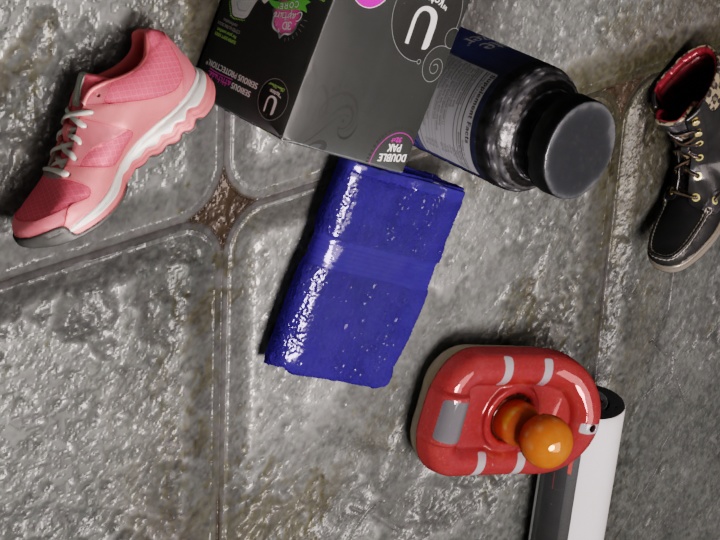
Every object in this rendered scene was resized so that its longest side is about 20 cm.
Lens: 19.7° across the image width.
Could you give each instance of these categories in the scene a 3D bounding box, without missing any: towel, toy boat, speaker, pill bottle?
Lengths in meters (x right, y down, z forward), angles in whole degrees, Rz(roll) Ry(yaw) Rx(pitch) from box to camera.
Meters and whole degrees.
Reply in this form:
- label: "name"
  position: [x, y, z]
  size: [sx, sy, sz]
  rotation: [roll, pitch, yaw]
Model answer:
- label: "towel"
  position: [0.000, 0.000, 1.825]
  size: [0.147, 0.049, 0.201]
  rotation: [13, 102, -41]
- label: "toy boat"
  position: [0.155, 0.147, 1.982]
  size: [0.199, 0.131, 0.131]
  rotation: [2, 110, -38]
- label: "speaker"
  position: [0.222, 0.219, 2.141]
  size: [0.081, 0.081, 0.201]
  rotation: [-16, 123, -39]
- label: "pill bottle"
  position: [0.114, -0.133, 1.746]
  size: [0.111, 0.200, 0.113]
  rotation: [-23, 126, -35]

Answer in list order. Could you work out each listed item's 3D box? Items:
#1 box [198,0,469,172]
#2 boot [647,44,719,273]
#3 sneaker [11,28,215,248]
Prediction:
- label: "box"
  position: [-0.015, -0.200, 1.636]
  size: [0.148, 0.124, 0.201]
  rotation: [13, 103, -47]
- label: "boot"
  position: [0.329, -0.113, 2.072]
  size: [0.200, 0.073, 0.151]
  rotation: [-55, 140, -13]
- label: "sneaker"
  position: [-0.202, -0.103, 1.557]
  size: [0.200, 0.074, 0.087]
  rotation: [-48, 124, -20]
